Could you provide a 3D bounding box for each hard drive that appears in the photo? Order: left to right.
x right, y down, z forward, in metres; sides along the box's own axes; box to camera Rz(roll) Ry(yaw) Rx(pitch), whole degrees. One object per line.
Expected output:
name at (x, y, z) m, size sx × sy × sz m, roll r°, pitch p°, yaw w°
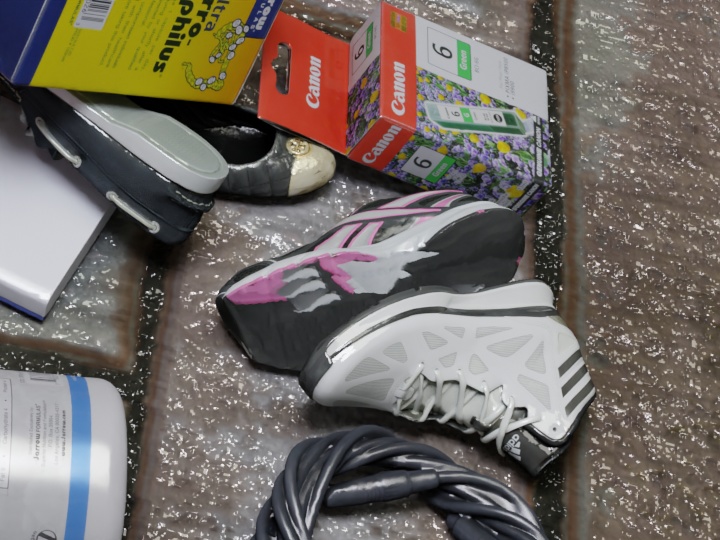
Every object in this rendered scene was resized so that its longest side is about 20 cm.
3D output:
hard drive at (-0.255, -0.062, 1.334) m, size 0.199 × 0.025 × 0.132 m, roll 26°, pitch 49°, yaw 2°

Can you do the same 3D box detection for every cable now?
cable at (0.035, 0.174, 1.241) m, size 0.199 × 0.051 × 0.163 m, roll 26°, pitch 44°, yaw 7°

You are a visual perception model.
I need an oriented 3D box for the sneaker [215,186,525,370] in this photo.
sneaker at (0.000, 0.000, 1.355) m, size 0.199 × 0.081 × 0.086 m, roll -15°, pitch 28°, yaw -20°

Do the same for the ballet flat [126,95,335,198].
ballet flat at (-0.110, -0.096, 1.390) m, size 0.199 × 0.057 × 0.067 m, roll 18°, pitch 46°, yaw -7°

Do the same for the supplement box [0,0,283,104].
supplement box at (-0.152, -0.179, 1.310) m, size 0.109 × 0.110 × 0.200 m, roll 40°, pitch 23°, yaw 30°

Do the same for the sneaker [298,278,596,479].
sneaker at (0.066, 0.073, 1.300) m, size 0.200 × 0.076 × 0.116 m, roll -11°, pitch 56°, yaw -36°

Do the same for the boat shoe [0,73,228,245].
boat shoe at (-0.174, -0.091, 1.326) m, size 0.200 × 0.060 × 0.076 m, roll 39°, pitch 23°, yaw 17°

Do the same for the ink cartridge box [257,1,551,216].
ink cartridge box at (0.032, -0.117, 1.433) m, size 0.199 × 0.050 × 0.109 m, roll 21°, pitch 47°, yaw -23°

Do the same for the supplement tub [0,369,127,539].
supplement tub at (-0.230, 0.114, 1.135) m, size 0.199 × 0.132 × 0.132 m, roll 5°, pitch 52°, yaw -14°
